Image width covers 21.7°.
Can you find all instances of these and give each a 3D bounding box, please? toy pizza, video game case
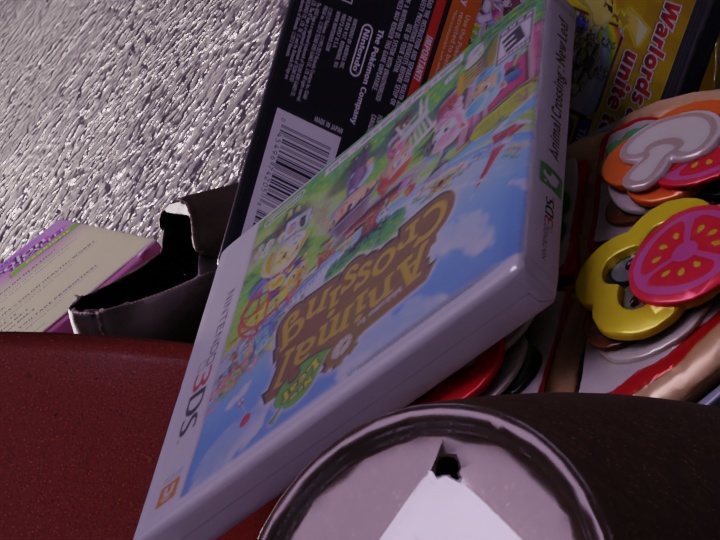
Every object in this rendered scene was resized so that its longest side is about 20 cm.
[{"bbox_3d":[0.077,-0.001,0.654,0.200,0.032,0.200,-31,27,18],"label":"toy pizza"},{"bbox_3d":[0.000,0.000,0.708,0.200,0.022,0.182,-37,24,31],"label":"video game case"},{"bbox_3d":[0.040,-0.056,0.787,0.025,0.180,0.201,-18,-50,-57],"label":"video game case"}]

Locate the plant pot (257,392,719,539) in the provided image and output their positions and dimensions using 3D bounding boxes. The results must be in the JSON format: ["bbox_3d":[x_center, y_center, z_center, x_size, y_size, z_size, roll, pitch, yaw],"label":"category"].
[{"bbox_3d":[0.063,0.105,0.460,0.186,0.200,0.188,-13,63,28],"label":"plant pot"}]

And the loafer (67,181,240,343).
[{"bbox_3d":[-0.062,-0.012,0.933,0.200,0.071,0.073,-42,27,-17],"label":"loafer"}]

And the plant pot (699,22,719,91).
[{"bbox_3d":[0.100,-0.126,0.846,0.200,0.200,0.142,-31,2,42],"label":"plant pot"}]

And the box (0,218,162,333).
[{"bbox_3d":[-0.197,0.064,1.157,0.176,0.097,0.200,-41,21,-17],"label":"box"}]

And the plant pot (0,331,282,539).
[{"bbox_3d":[-0.149,0.132,0.830,0.200,0.176,0.201,133,153,-63],"label":"plant pot"}]
